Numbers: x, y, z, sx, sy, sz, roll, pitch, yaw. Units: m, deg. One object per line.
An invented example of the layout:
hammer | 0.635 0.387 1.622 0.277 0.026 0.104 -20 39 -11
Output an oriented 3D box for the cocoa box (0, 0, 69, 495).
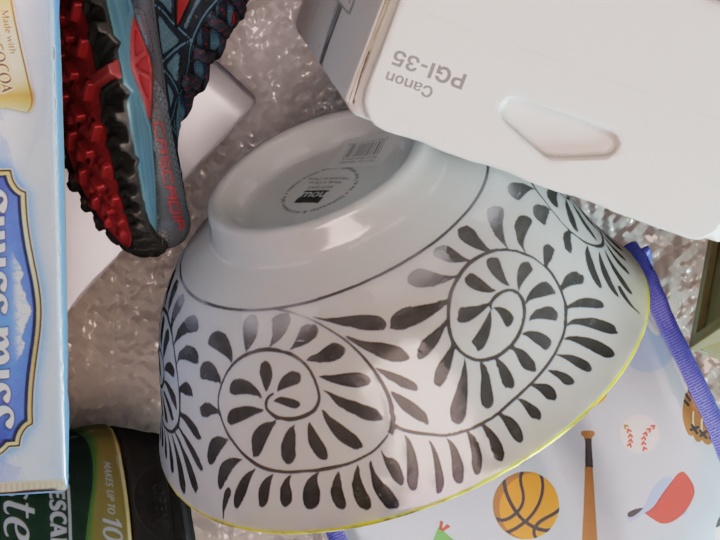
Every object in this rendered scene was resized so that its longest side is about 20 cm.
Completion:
cocoa box | -0.172 -0.031 0.883 0.131 0.133 0.200 -2 107 -9

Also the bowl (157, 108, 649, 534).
bowl | 0.000 0.000 0.930 0.201 0.201 0.094 -23 119 0

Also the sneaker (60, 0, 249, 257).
sneaker | -0.071 -0.106 0.947 0.095 0.079 0.200 -4 87 -24

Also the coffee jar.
coffee jar | -0.162 0.112 0.981 0.200 0.104 0.085 4 142 -21

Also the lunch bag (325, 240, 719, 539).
lunch bag | 0.076 0.103 1.014 0.170 0.124 0.200 -26 113 1

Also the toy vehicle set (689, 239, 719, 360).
toy vehicle set | 0.176 -0.074 0.936 0.026 0.124 0.200 17 70 -10

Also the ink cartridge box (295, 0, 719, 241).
ink cartridge box | 0.064 -0.089 0.923 0.146 0.200 0.083 19 100 -11

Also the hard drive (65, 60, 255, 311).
hard drive | -0.160 -0.086 0.990 0.200 0.025 0.132 41 96 -14
